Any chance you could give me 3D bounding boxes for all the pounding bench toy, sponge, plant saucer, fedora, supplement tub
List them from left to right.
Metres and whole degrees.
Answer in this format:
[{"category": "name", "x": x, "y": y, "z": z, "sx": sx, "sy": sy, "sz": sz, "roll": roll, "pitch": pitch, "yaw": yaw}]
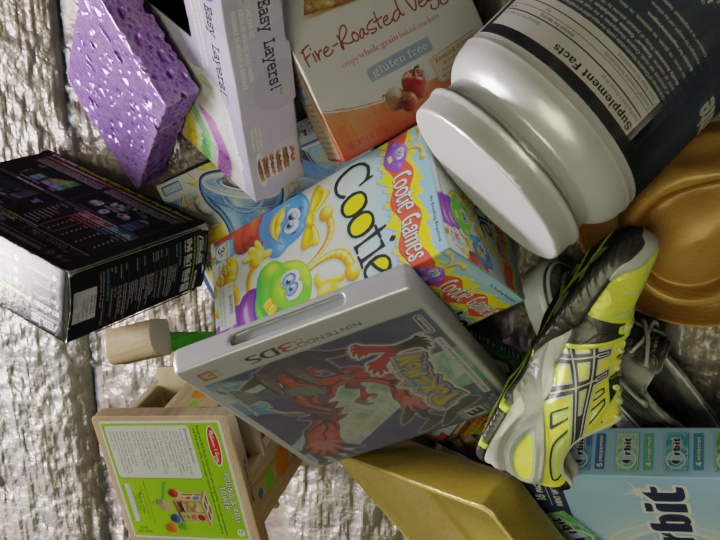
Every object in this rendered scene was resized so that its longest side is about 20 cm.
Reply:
[{"category": "sponge", "x": -0.178, "y": -0.142, "z": 0.818, "sx": 0.112, "sy": 0.030, "sz": 0.200, "roll": 58, "pitch": 158, "yaw": 1}, {"category": "pounding bench toy", "x": -0.127, "y": 0.104, "z": 0.900, "sx": 0.122, "sy": 0.156, "sz": 0.203, "roll": -4, "pitch": 112, "yaw": 22}, {"category": "plant saucer", "x": 0.098, "y": 0.209, "z": 0.860, "sx": 0.199, "sy": 0.049, "sz": 0.201, "roll": 7, "pitch": 141, "yaw": 54}, {"category": "supplement tub", "x": 0.145, "y": -0.121, "z": 0.660, "sx": 0.200, "sy": 0.140, "sz": 0.140, "roll": -44, "pitch": 93, "yaw": -4}, {"category": "fedora", "x": 0.237, "y": -0.039, "z": 0.734, "sx": 0.198, "sy": 0.082, "sz": 0.204, "roll": 8, "pitch": 115, "yaw": 18}]

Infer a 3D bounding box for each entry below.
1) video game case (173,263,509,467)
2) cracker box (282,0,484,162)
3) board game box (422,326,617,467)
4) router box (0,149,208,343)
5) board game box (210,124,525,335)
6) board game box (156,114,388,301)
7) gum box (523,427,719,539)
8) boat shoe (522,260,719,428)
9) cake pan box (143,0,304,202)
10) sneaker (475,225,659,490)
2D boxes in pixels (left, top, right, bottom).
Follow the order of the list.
[{"category": "video game case", "x": -0.004, "y": 0.078, "z": 0.770, "sx": 0.180, "sy": 0.023, "sz": 0.200, "roll": -20, "pitch": 144, "yaw": 19}, {"category": "cracker box", "x": -0.003, "y": -0.194, "z": 0.741, "sx": 0.133, "sy": 0.058, "sz": 0.202, "roll": -29, "pitch": 102, "yaw": -9}, {"category": "board game box", "x": 0.110, "y": 0.109, "z": 0.852, "sx": 0.198, "sy": 0.024, "sz": 0.105, "roll": 26, "pitch": 120, "yaw": -11}, {"category": "router box", "x": -0.245, "y": -0.027, "z": 0.869, "sx": 0.198, "sy": 0.149, "sz": 0.063, "roll": 25, "pitch": 119, "yaw": 28}, {"category": "board game box", "x": 0.000, "y": 0.000, "z": 0.772, "sx": 0.198, "sy": 0.106, "sz": 0.103, "roll": -27, "pitch": 145, "yaw": 27}, {"category": "board game box", "x": -0.055, "y": -0.046, "z": 0.877, "sx": 0.198, "sy": 0.034, "sz": 0.137, "roll": -20, "pitch": 104, "yaw": 27}, {"category": "gum box", "x": 0.236, "y": 0.181, "z": 0.813, "sx": 0.197, "sy": 0.045, "sz": 0.171, "roll": -4, "pitch": 139, "yaw": 23}, {"category": "boat shoe", "x": 0.201, "y": 0.064, "z": 0.799, "sx": 0.200, "sy": 0.072, "sz": 0.071, "roll": 47, "pitch": 137, "yaw": -15}, {"category": "cake pan box", "x": -0.117, "y": -0.175, "z": 0.754, "sx": 0.184, "sy": 0.052, "sz": 0.202, "roll": 40, "pitch": 150, "yaw": 33}, {"category": "sneaker", "x": 0.154, "y": 0.061, "z": 0.735, "sx": 0.076, "sy": 0.075, "sz": 0.202, "roll": 29, "pitch": 116, "yaw": 6}]
